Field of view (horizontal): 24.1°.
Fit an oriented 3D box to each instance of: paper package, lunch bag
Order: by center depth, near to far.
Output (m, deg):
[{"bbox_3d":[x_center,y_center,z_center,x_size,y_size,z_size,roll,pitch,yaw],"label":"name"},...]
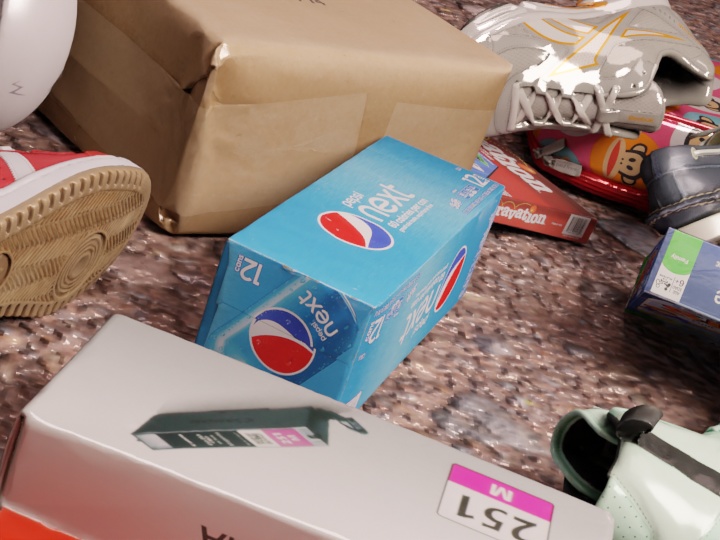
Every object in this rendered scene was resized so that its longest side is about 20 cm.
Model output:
[{"bbox_3d":[-0.056,-0.104,0.887,0.200,0.104,0.191,-2,31,-41],"label":"paper package"},{"bbox_3d":[0.176,-0.108,1.120,0.176,0.082,0.200,17,23,-6],"label":"lunch bag"}]

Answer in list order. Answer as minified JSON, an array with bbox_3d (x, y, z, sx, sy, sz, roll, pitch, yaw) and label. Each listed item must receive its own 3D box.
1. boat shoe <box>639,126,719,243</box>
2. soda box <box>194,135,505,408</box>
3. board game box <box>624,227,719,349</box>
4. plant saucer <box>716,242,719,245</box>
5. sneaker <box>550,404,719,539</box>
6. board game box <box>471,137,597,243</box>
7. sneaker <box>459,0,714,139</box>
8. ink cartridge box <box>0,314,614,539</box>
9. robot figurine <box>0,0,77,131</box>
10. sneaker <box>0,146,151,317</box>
[{"bbox_3d":[0.212,-0.055,0.957,0.200,0.075,0.062,-20,88,-50],"label":"boat shoe"},{"bbox_3d":[0.000,0.000,0.745,0.068,0.064,0.200,25,22,11],"label":"soda box"},{"bbox_3d":[0.232,0.038,0.824,0.200,0.035,0.135,22,-3,7],"label":"board game box"},{"bbox_3d":[0.295,0.011,0.952,0.200,0.036,0.200,18,9,-3],"label":"plant saucer"},{"bbox_3d":[0.143,0.069,0.689,0.118,0.074,0.200,28,25,3],"label":"sneaker"},{"bbox_3d":[0.046,-0.079,1.010,0.103,0.019,0.200,12,22,-41],"label":"board game box"},{"bbox_3d":[0.125,-0.109,0.975,0.200,0.076,0.092,-23,56,-27],"label":"sneaker"},{"bbox_3d":[-0.022,0.096,0.536,0.200,0.044,0.174,22,21,3],"label":"ink cartridge box"},{"bbox_3d":[-0.231,-0.128,0.769,0.200,0.150,0.125,7,9,-28],"label":"robot figurine"},{"bbox_3d":[-0.174,-0.026,0.648,0.112,0.071,0.200,32,27,18],"label":"sneaker"}]
